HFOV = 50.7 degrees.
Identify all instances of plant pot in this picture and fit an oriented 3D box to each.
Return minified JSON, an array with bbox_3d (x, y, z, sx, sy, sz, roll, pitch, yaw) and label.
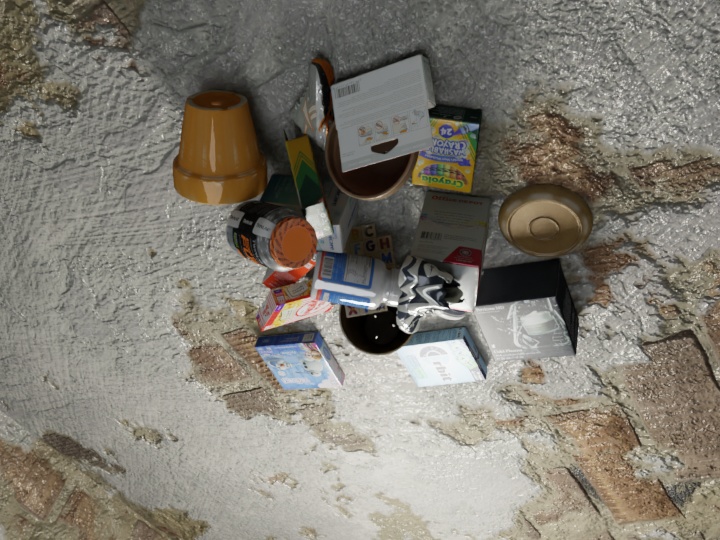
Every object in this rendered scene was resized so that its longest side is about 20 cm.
[{"bbox_3d":[0.389,-0.095,1.606,0.197,0.028,0.202,11,137,10],"label":"plant pot"},{"bbox_3d":[0.035,-0.235,1.504,0.198,0.204,0.092,-8,172,27],"label":"plant pot"},{"bbox_3d":[0.049,0.120,1.837,0.183,0.189,0.200,12,170,7],"label":"plant pot"},{"bbox_3d":[-0.291,-0.263,1.567,0.197,0.201,0.186,10,122,9],"label":"plant pot"}]

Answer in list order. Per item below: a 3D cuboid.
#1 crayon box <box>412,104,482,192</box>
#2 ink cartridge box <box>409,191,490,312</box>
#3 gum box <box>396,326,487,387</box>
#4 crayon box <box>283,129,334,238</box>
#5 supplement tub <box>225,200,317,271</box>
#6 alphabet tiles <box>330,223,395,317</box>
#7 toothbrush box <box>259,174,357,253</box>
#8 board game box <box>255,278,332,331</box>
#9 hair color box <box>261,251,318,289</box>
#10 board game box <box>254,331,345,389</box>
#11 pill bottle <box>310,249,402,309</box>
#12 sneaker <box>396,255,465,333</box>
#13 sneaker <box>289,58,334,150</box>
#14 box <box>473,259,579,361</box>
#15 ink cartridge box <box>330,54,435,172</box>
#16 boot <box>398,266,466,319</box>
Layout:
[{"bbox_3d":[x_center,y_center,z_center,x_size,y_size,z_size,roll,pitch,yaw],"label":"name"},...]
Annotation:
[{"bbox_3d":[0.170,-0.232,1.523,0.124,0.052,0.202,10,137,10],"label":"crayon box"},{"bbox_3d":[0.190,-0.043,1.603,0.143,0.202,0.146,9,140,12],"label":"ink cartridge box"},{"bbox_3d":[0.211,0.229,1.992,0.198,0.045,0.171,-10,130,29],"label":"gum box"},{"bbox_3d":[-0.106,-0.181,1.550,0.050,0.202,0.127,-16,152,1],"label":"crayon box"},{"bbox_3d":[-0.175,-0.068,1.496,0.199,0.123,0.123,17,152,55],"label":"supplement tub"},{"bbox_3d":[0.000,0.000,1.738,0.164,0.203,0.006,-10,175,14],"label":"alphabet tiles"},{"bbox_3d":[-0.118,-0.126,1.664,0.197,0.148,0.086,8,137,13],"label":"toothbrush box"},{"bbox_3d":[-0.143,0.073,1.849,0.198,0.047,0.152,-16,160,-29],"label":"board game box"},{"bbox_3d":[-0.147,-0.038,1.793,0.064,0.112,0.200,33,137,-17],"label":"hair color box"},{"bbox_3d":[-0.170,0.260,2.160,0.197,0.044,0.200,-7,133,25],"label":"board game box"},{"bbox_3d":[-0.006,0.024,1.665,0.197,0.113,0.113,11,138,-4],"label":"pill bottle"},{"bbox_3d":[0.144,0.065,1.522,0.128,0.080,0.201,16,131,18],"label":"sneaker"},{"bbox_3d":[-0.102,-0.328,1.506,0.091,0.076,0.202,13,136,12],"label":"sneaker"},{"bbox_3d":[0.379,0.095,1.738,0.197,0.125,0.198,-9,129,27],"label":"box"},{"bbox_3d":[0.046,-0.290,1.427,0.197,0.176,0.043,-12,173,28],"label":"ink cartridge box"},{"bbox_3d":[0.182,0.041,1.784,0.198,0.073,0.090,30,142,-11],"label":"boot"}]
